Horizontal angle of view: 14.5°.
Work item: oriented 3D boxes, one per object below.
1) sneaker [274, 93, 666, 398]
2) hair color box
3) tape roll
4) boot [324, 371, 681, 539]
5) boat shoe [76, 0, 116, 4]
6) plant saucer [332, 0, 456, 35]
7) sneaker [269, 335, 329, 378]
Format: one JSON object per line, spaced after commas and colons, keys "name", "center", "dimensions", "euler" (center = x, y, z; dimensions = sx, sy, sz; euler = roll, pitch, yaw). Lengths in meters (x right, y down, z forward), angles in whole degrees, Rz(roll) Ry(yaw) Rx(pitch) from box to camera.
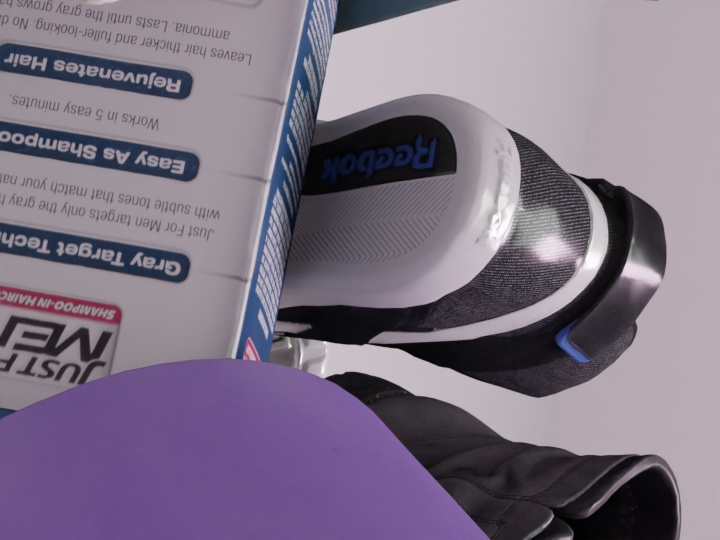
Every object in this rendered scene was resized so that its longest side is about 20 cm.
{"name": "sneaker", "center": [0.000, 0.000, 0.802], "dimensions": [0.112, 0.200, 0.073], "euler": [26, 77, -38]}
{"name": "hair color box", "center": [-0.061, -0.053, 0.722], "dimensions": [0.061, 0.100, 0.200], "euler": [78, 23, -74]}
{"name": "tape roll", "center": [-0.048, 0.125, 0.662], "dimensions": [0.085, 0.200, 0.200], "euler": [47, -31, 39]}
{"name": "boot", "center": [-0.012, 0.094, 0.800], "dimensions": [0.200, 0.132, 0.070], "euler": [-38, 124, -31]}
{"name": "boat shoe", "center": [-0.057, -0.095, 0.642], "dimensions": [0.200, 0.071, 0.069], "euler": [-6, 127, -42]}
{"name": "plant saucer", "center": [-0.005, -0.082, 0.808], "dimensions": [0.070, 0.200, 0.019], "euler": [-31, 102, -33]}
{"name": "sneaker", "center": [-0.056, 0.060, 1.009], "dimensions": [0.099, 0.078, 0.200], "euler": [-139, -132, -72]}
